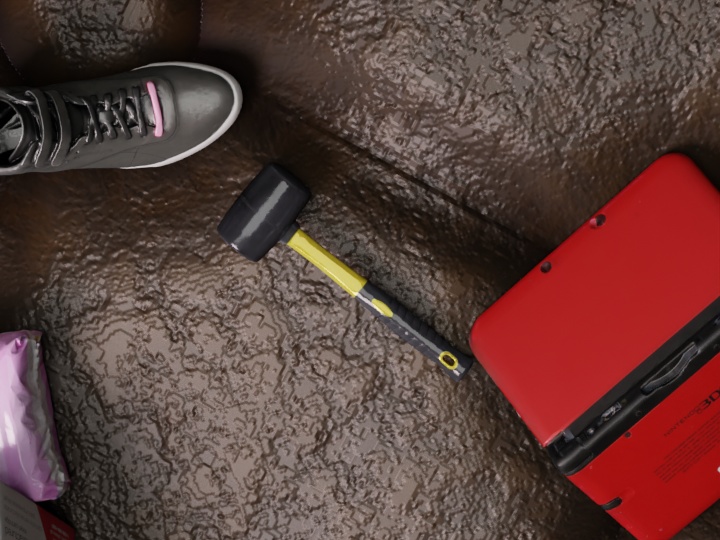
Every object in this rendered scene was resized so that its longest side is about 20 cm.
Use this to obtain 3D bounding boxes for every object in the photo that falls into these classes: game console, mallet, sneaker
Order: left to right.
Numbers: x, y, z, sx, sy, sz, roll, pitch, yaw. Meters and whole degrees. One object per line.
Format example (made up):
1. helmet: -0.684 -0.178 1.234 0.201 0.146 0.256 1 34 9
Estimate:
1. sneaker: -0.182 -0.099 1.351 0.199 0.099 0.071 -8 95 8
2. mallet: 0.000 0.000 1.375 0.200 0.041 0.066 31 99 -2
3. game console: 0.208 0.055 1.359 0.200 0.119 0.172 -42 122 12

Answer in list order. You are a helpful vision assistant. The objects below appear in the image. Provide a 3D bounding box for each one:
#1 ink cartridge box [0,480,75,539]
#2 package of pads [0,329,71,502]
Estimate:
1. ink cartridge box: -0.248 0.261 1.348 0.083 0.146 0.201 -12 67 10
2. package of pads: -0.312 0.114 1.412 0.199 0.076 0.121 -9 94 9
